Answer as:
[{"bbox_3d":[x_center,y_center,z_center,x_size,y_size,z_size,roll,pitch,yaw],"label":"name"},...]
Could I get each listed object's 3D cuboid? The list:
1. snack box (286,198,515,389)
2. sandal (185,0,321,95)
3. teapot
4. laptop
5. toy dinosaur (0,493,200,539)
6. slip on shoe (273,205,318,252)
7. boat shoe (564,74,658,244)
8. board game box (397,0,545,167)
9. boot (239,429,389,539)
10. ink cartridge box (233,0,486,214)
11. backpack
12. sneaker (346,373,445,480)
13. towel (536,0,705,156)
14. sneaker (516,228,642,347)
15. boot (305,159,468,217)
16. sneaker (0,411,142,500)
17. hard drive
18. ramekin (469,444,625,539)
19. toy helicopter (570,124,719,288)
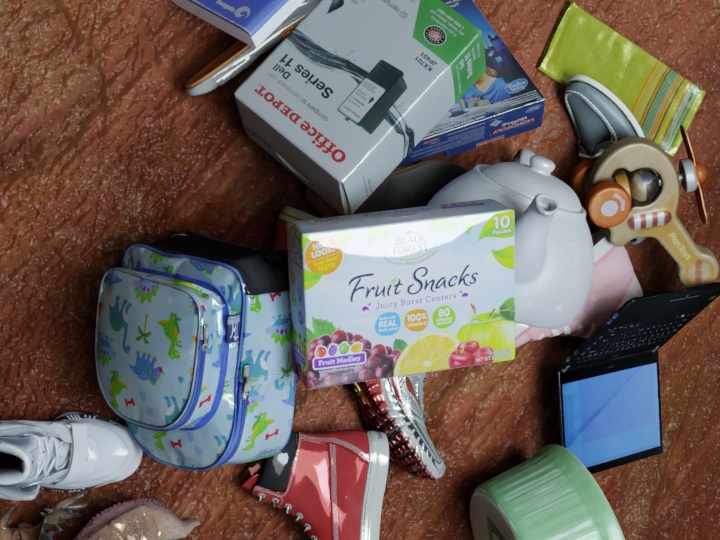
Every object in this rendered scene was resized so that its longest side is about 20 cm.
[{"bbox_3d":[0.038,0.019,1.416,0.198,0.053,0.144,-8,106,-17],"label":"snack box"},{"bbox_3d":[-0.095,-0.246,1.527,0.206,0.079,0.059,-40,110,-16],"label":"sandal"},{"bbox_3d":[0.152,-0.044,1.563,0.196,0.199,0.147,7,109,-47],"label":"teapot"},{"bbox_3d":[0.304,0.115,1.690,0.176,0.200,0.104,-8,60,-43],"label":"laptop"},{"bbox_3d":[-0.236,0.253,1.492,0.199,0.086,0.137,-25,96,-27],"label":"toy dinosaur"},{"bbox_3d":[0.000,0.000,1.591,0.199,0.074,0.062,24,90,-19],"label":"slip on shoe"},{"bbox_3d":[0.269,-0.117,1.706,0.062,0.073,0.201,-43,114,-20],"label":"boat shoe"},{"bbox_3d":[0.055,-0.210,1.579,0.198,0.062,0.202,-18,69,-5],"label":"board game box"},{"bbox_3d":[-0.053,0.255,1.588,0.143,0.072,0.202,3,99,-11],"label":"boot"},{"bbox_3d":[-0.001,-0.175,1.491,0.146,0.083,0.200,38,78,17],"label":"ink cartridge box"},{"bbox_3d":[-0.153,0.080,1.458,0.146,0.182,0.202,-12,108,-46],"label":"backpack"},{"bbox_3d":[0.042,0.124,1.612,0.082,0.078,0.201,-33,108,-25],"label":"sneaker"},{"bbox_3d":[0.287,-0.208,1.738,0.199,0.018,0.087,29,80,-23],"label":"towel"},{"bbox_3d":[0.222,0.051,1.690,0.200,0.075,0.105,-38,102,-23],"label":"sneaker"},{"bbox_3d":[0.030,-0.083,1.602,0.199,0.075,0.074,-9,118,-43],"label":"boot"},{"bbox_3d":[-0.283,0.171,1.443,0.198,0.115,0.076,5,91,-25],"label":"sneaker"},{"bbox_3d":[-0.075,-0.307,1.509,0.200,0.131,0.025,-47,142,-15],"label":"hard drive"},{"bbox_3d":[0.191,0.288,1.629,0.097,0.200,0.202,-20,101,-15],"label":"ramekin"},{"bbox_3d":[0.322,-0.061,1.674,0.132,0.079,0.200,-37,115,10],"label":"toy helicopter"}]
